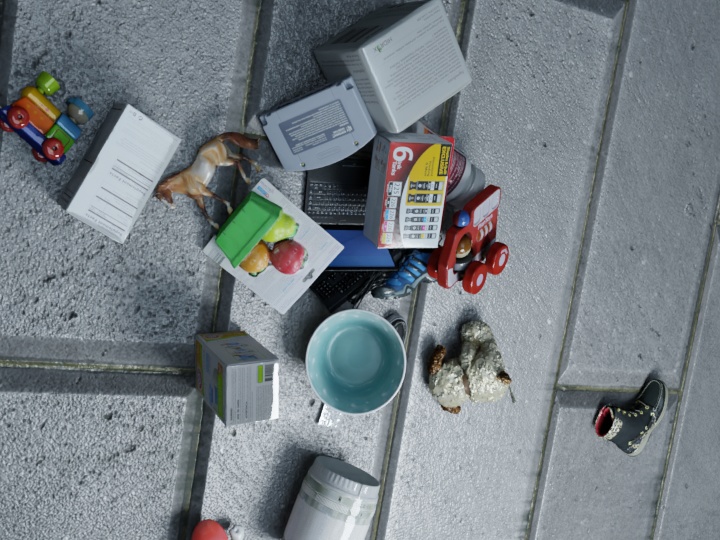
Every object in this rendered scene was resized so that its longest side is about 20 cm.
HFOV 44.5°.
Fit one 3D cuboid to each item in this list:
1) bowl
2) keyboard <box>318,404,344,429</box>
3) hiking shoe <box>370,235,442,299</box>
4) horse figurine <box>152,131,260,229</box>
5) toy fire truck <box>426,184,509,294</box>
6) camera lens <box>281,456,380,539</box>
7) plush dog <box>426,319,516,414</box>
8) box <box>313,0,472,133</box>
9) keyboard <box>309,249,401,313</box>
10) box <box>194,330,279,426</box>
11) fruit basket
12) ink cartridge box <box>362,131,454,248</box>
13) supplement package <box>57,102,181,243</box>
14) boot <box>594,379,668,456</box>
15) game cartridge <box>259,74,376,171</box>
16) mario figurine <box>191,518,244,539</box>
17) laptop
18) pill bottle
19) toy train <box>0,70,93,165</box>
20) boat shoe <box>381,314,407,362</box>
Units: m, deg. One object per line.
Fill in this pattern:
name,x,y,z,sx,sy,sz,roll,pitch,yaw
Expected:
bowl,-0.009,0.174,1.743,0.196,0.105,0.206,0,93,0
keyboard,-0.035,0.227,1.816,0.055,0.011,0.204,18,92,-30
hiking shoe,0.093,-0.003,1.811,0.197,0.074,0.089,-24,106,-34
horse figurine,-0.264,-0.174,1.584,0.132,0.050,0.202,37,90,-11
toy fire truck,0.215,-0.062,1.754,0.199,0.111,0.171,-36,136,-39
camera lens,-0.060,0.498,1.771,0.158,0.159,0.204,21,90,-29
plush dog,0.229,0.234,1.897,0.168,0.161,0.204,-18,110,1
box,0.059,-0.380,1.637,0.198,0.198,0.174,-35,115,-19
keyboard,0.000,0.000,1.742,0.199,0.040,0.104,-39,71,-16
box,-0.227,0.190,1.597,0.099,0.199,0.115,-4,104,-26
fruit basket,-0.160,-0.044,1.626,0.199,0.094,0.186,36,109,-21
ink cartridge box,0.107,-0.152,1.666,0.172,0.084,0.205,-2,111,-22
supplement package,-0.407,-0.165,1.480,0.109,0.113,0.203,31,86,-28
boot,0.672,0.349,2.180,0.152,0.073,0.207,26,91,-34
game cartridge,-0.075,-0.261,1.618,0.196,0.042,0.135,-17,119,23
mario figurine,-0.287,0.566,1.726,0.124,0.104,0.204,-47,137,-53
laptop,-0.014,-0.110,1.707,0.174,0.103,0.205,0,103,-28
pill bottle,0.154,-0.208,1.775,0.198,0.109,0.111,30,86,-29
toy train,-0.533,-0.275,1.414,0.200,0.084,0.117,45,68,-27
boat shoe,0.051,0.191,1.823,0.069,0.066,0.203,31,85,-29
